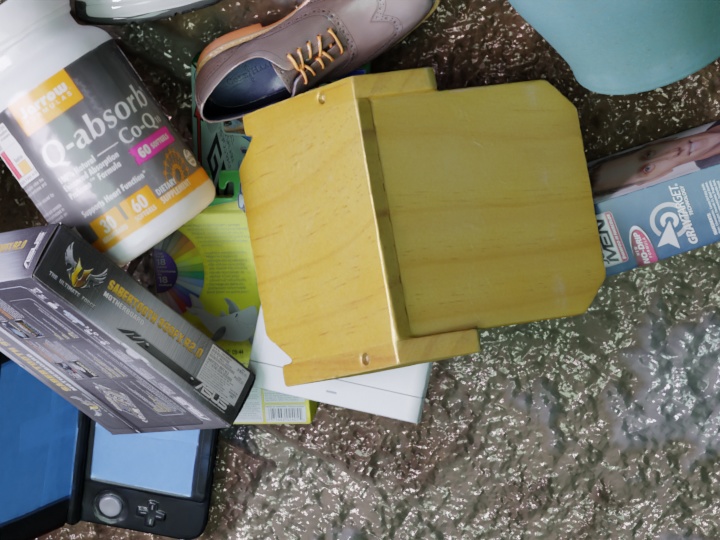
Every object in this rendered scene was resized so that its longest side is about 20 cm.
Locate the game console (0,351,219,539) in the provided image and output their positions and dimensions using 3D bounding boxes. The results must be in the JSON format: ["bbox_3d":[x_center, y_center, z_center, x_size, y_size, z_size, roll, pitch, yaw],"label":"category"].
[{"bbox_3d":[-0.204,0.136,1.845,0.172,0.119,0.200,11,114,4],"label":"game console"}]

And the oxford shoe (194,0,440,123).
[{"bbox_3d":[-0.030,-0.158,1.687,0.200,0.073,0.071,-27,117,19],"label":"oxford shoe"}]

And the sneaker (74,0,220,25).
[{"bbox_3d":[-0.122,-0.250,1.708,0.200,0.076,0.115,-14,101,5],"label":"sneaker"}]

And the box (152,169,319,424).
[{"bbox_3d":[-0.097,0.017,1.782,0.117,0.048,0.200,0,109,9],"label":"box"}]

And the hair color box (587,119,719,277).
[{"bbox_3d":[0.256,-0.065,1.705,0.200,0.100,0.061,-19,108,15],"label":"hair color box"}]

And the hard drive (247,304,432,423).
[{"bbox_3d":[0.000,0.000,1.711,0.132,0.027,0.200,12,89,9],"label":"hard drive"}]

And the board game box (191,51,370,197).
[{"bbox_3d":[-0.060,-0.066,1.789,0.134,0.029,0.200,3,113,8],"label":"board game box"}]

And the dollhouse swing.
[{"bbox_3d":[0.044,-0.035,1.675,0.182,0.176,0.200,-14,85,49],"label":"dollhouse swing"}]

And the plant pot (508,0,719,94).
[{"bbox_3d":[0.176,-0.231,1.605,0.200,0.200,0.188,-20,119,16],"label":"plant pot"}]

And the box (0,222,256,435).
[{"bbox_3d":[-0.197,0.046,1.701,0.200,0.048,0.158,40,153,-28],"label":"box"}]

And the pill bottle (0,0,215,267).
[{"bbox_3d":[-0.204,-0.103,1.684,0.116,0.116,0.200,-33,96,19],"label":"pill bottle"}]
